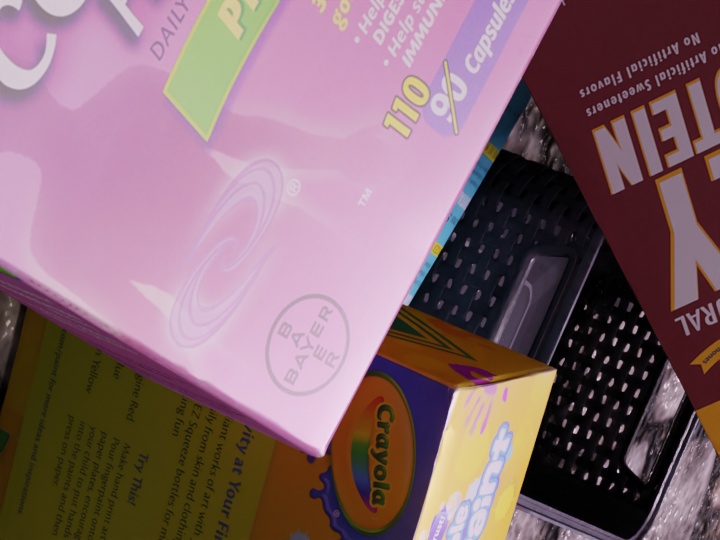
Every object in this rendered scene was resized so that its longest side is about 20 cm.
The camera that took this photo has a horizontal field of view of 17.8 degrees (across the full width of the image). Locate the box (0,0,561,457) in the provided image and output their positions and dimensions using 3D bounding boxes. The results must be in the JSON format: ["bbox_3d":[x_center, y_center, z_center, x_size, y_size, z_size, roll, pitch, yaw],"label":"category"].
[{"bbox_3d":[-0.059,-0.077,0.619,0.200,0.096,0.177,35,80,-38],"label":"box"}]

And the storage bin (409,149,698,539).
[{"bbox_3d":[0.082,0.036,1.024,0.200,0.093,0.136,30,84,-61],"label":"storage bin"}]

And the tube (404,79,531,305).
[{"bbox_3d":[0.000,0.000,0.912,0.077,0.050,0.201,32,87,-54],"label":"tube"}]

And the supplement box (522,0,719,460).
[{"bbox_3d":[0.143,-0.076,0.840,0.198,0.132,0.200,61,14,-15],"label":"supplement box"}]

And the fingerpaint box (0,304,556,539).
[{"bbox_3d":[-0.044,0.098,0.770,0.073,0.166,0.202,-6,115,-58],"label":"fingerpaint box"}]
